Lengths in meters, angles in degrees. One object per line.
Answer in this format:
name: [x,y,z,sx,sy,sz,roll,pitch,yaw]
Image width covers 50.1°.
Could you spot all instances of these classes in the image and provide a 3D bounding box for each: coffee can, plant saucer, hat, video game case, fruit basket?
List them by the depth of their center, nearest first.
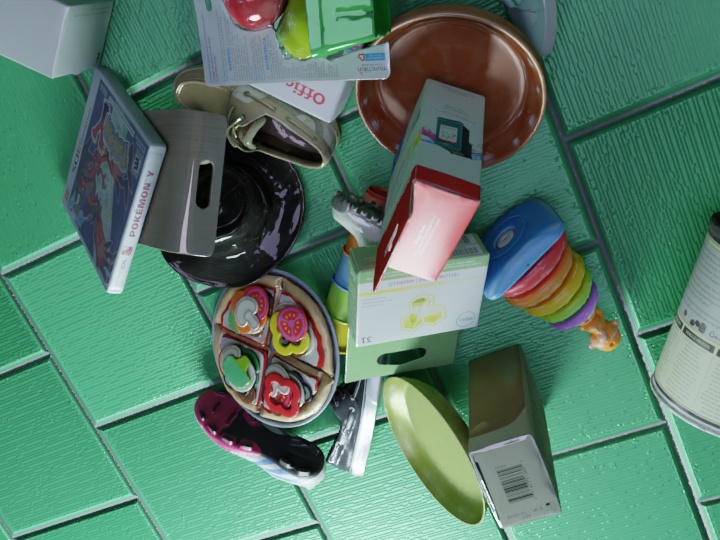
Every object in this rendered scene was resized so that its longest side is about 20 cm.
fruit basket: [-0.069,-0.272,0.726,0.197,0.094,0.188,4,112,24]
plant saucer: [0.093,-0.186,0.801,0.197,0.033,0.202,8,141,7]
coffee can: [0.410,0.058,0.815,0.144,0.147,0.203,14,113,5]
video game case: [-0.286,-0.106,0.874,0.023,0.200,0.184,3,122,-40]
hat: [-0.165,-0.065,0.895,0.197,0.081,0.204,2,103,7]
plant saucer: [0.095,0.212,0.935,0.031,0.199,0.202,-28,108,-21]

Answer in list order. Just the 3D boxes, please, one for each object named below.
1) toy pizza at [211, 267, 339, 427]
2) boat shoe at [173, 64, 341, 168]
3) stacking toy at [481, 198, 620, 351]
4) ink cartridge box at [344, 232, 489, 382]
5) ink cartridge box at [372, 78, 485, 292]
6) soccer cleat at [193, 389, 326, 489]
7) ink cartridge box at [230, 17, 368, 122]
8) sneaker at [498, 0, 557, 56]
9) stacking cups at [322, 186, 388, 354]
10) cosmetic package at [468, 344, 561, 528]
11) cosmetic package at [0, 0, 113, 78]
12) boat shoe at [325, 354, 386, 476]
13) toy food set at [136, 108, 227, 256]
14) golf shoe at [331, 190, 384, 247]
toy pizza: [-0.113,0.098,0.951,0.198,0.032,0.204,6,102,30]
boat shoe: [-0.121,-0.169,0.859,0.197,0.065,0.073,21,134,-2]
stacking toy: [0.228,0.024,0.871,0.199,0.110,0.116,40,103,-19]
ink cartridge box: [0.056,0.057,0.850,0.143,0.048,0.202,-8,129,-13]
ink cartridge box: [0.068,-0.076,0.750,0.066,0.202,0.117,17,138,-6]
soccer cleat: [-0.137,0.233,1.030,0.198,0.070,0.087,27,147,12]
ink cartridge box: [-0.050,-0.279,0.800,0.144,0.088,0.202,26,115,-1]
sneaker: [0.114,-0.284,0.748,0.117,0.074,0.202,-28,118,-3]
stacking cups: [0.000,0.000,0.921,0.060,0.061,0.202,22,110,1]
cosmetic package: [0.171,0.182,0.879,0.070,0.200,0.106,-20,106,15]
cosmetic package: [-0.391,-0.294,0.846,0.198,0.108,0.086,23,113,-1]
boat shoe: [-0.010,0.174,0.987,0.065,0.070,0.202,11,120,4]
toy food set: [-0.213,-0.099,0.851,0.199,0.060,0.146,12,97,50]
golf shoe: [0.030,-0.007,0.855,0.199,0.078,0.098,35,99,-31]
